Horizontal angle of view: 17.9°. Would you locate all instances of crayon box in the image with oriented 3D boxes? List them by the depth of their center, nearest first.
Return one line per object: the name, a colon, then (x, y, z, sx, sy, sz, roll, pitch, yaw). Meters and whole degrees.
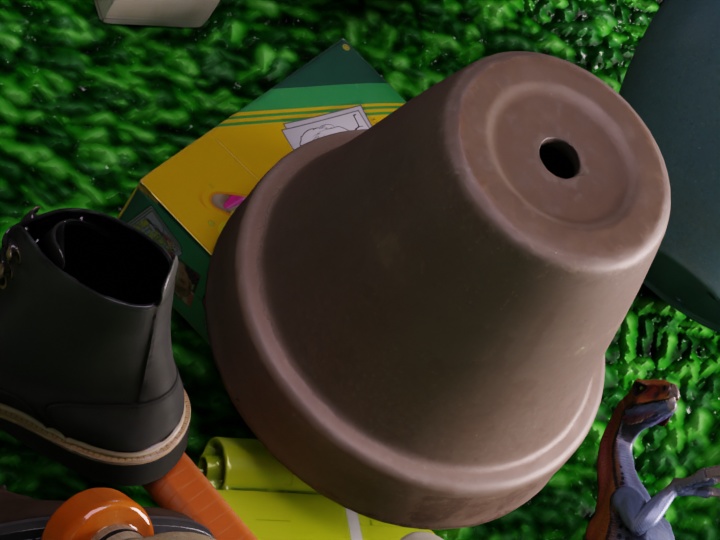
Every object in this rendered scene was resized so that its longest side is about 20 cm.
crayon box: (0.000, 0.000, 1.165, 0.200, 0.058, 0.173, 45, 46, 5)

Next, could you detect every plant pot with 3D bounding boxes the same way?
plant pot: (0.050, -0.005, 1.043, 0.200, 0.175, 0.201, 14, 56, -21)
plant pot: (0.211, -0.045, 1.260, 0.200, 0.200, 0.135, 39, 81, 0)

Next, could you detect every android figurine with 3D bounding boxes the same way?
android figurine: (-0.023, 0.161, 1.046, 0.200, 0.041, 0.182, 7, 54, -25)

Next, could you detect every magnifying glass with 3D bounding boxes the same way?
magnifying glass: (-0.114, 0.063, 1.046, 0.080, 0.022, 0.200, -26, 58, -33)

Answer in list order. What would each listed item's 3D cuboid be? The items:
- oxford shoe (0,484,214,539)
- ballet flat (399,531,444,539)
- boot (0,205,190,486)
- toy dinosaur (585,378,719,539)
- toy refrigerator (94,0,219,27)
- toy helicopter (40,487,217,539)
oxford shoe: (-0.158, 0.111, 0.964, 0.200, 0.073, 0.084, 2, 36, -20)
ballet flat: (0.077, 0.204, 1.019, 0.069, 0.069, 0.200, -24, 91, -41)
boot: (-0.164, 0.005, 0.978, 0.200, 0.138, 0.078, 16, 54, 5)
toy dinosaur: (0.135, 0.133, 1.137, 0.200, 0.105, 0.182, -7, 41, -21)
toy refrigerator: (-0.128, -0.236, 1.250, 0.070, 0.076, 0.200, -1, 59, -32)
toy helicopter: (-0.107, 0.196, 0.914, 0.200, 0.079, 0.132, -51, 134, -10)
